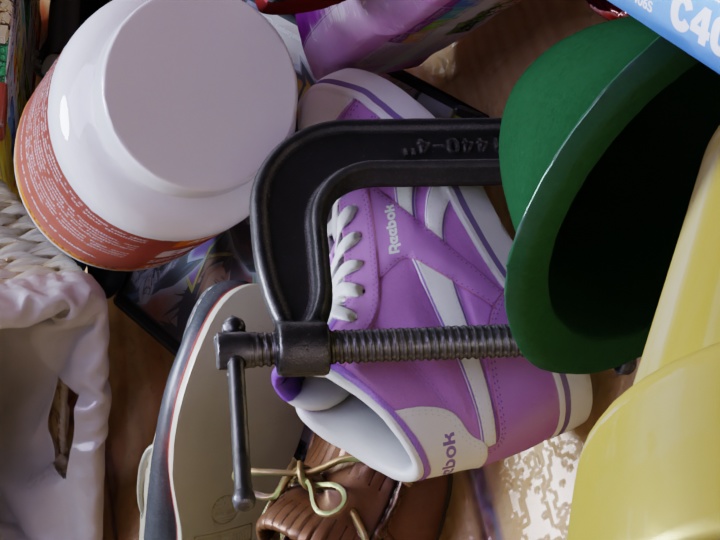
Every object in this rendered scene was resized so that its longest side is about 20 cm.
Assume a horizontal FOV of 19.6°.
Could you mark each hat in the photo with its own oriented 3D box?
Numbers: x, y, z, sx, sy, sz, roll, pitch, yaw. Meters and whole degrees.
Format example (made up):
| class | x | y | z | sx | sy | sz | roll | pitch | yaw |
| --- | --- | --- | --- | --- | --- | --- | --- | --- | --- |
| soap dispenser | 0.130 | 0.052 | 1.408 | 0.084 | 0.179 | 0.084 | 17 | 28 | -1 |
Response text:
| class | x | y | z | sx | sy | sz | roll | pitch | yaw |
| --- | --- | --- | --- | --- | --- | --- | --- | --- | --- |
| hat | 0.069 | -0.075 | 0.796 | 0.166 | 0.200 | 0.176 | -47 | 59 | 0 |

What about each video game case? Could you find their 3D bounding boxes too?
| class | x | y | z | sx | sy | sz | roll | pitch | yaw |
| --- | --- | --- | --- | --- | --- | --- | --- | --- | --- |
| video game case | -0.037 | -0.026 | 1.030 | 0.200 | 0.025 | 0.182 | 34 | 103 | 49 |

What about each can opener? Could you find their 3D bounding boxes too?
| class | x | y | z | sx | sy | sz | roll | pitch | yaw |
| --- | --- | --- | --- | --- | --- | --- | --- | --- | --- |
| can opener | -0.148 | -0.078 | 1.133 | 0.078 | 0.063 | 0.202 | -29 | 46 | 40 |

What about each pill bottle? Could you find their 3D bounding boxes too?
| class | x | y | z | sx | sy | sz | roll | pitch | yaw |
| --- | --- | --- | --- | --- | --- | --- | --- | --- | --- |
| pill bottle | -0.093 | -0.064 | 0.950 | 0.200 | 0.111 | 0.113 | 160 | 121 | -73 |

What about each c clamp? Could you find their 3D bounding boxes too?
| class | x | y | z | sx | sy | sz | roll | pitch | yaw |
| --- | --- | --- | --- | --- | --- | --- | --- | --- | --- |
| c clamp | 0.034 | 0.009 | 0.829 | 0.027 | 0.198 | 0.172 | 99 | 162 | -56 |

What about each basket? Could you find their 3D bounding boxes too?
| class | x | y | z | sx | sy | sz | roll | pitch | yaw |
| --- | --- | --- | --- | --- | --- | --- | --- | --- | --- |
| basket | -0.244 | 0.071 | 1.067 | 0.161 | 0.198 | 0.200 | -131 | 39 | -50 |

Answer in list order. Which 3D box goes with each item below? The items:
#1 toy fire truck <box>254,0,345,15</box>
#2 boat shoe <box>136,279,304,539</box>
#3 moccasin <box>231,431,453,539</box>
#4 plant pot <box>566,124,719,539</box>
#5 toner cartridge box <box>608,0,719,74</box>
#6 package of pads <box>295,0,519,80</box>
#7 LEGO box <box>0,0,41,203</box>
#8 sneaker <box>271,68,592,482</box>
| class | x | y | z | sx | sy | sz | roll | pitch | yaw |
| --- | --- | --- | --- | --- | --- | --- | --- | --- | --- |
| toy fire truck | -0.011 | -0.209 | 0.830 | 0.200 | 0.048 | 0.142 | -47 | 59 | 55 |
| boat shoe | -0.071 | 0.095 | 0.968 | 0.062 | 0.071 | 0.202 | 33 | 123 | 53 |
| moccasin | -0.014 | 0.116 | 0.912 | 0.073 | 0.077 | 0.203 | 20 | 93 | 50 |
| plant pot | 0.169 | 0.043 | 0.652 | 0.200 | 0.200 | 0.190 | -25 | 43 | 41 |
| toner cartridge box | 0.185 | -0.101 | 0.665 | 0.095 | 0.198 | 0.044 | 42 | 135 | 47 |
| package of pads | 0.034 | -0.169 | 0.891 | 0.200 | 0.075 | 0.122 | -25 | 78 | 59 |
| LEGO box | -0.224 | -0.117 | 1.160 | 0.200 | 0.076 | 0.151 | 111 | 162 | -72 |
| sneaker | 0.000 | 0.000 | 0.875 | 0.201 | 0.113 | 0.073 | 55 | 153 | 31 |
